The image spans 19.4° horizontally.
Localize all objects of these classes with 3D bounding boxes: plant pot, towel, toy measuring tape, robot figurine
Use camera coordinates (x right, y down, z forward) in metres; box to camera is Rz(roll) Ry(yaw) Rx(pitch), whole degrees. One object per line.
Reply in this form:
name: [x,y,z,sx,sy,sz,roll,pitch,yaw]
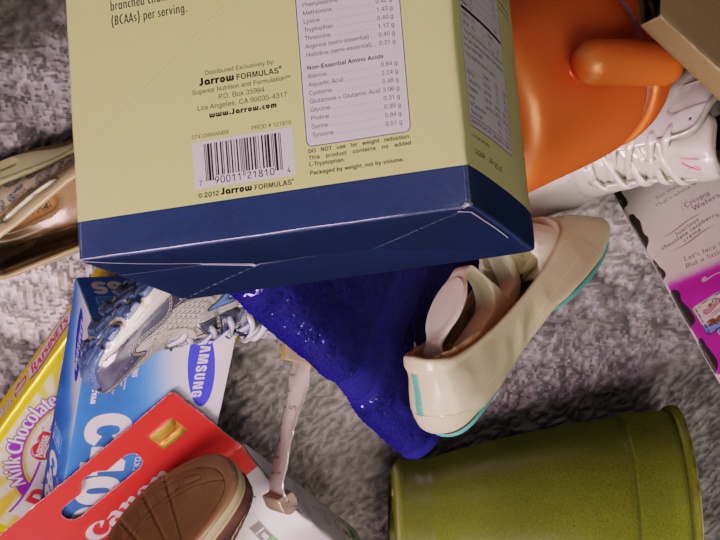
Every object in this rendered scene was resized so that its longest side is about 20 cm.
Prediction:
plant pot: [0.114,0.189,1.387,0.191,0.201,0.202,0,124,-2]
towel: [0.000,0.000,1.205,0.049,0.149,0.200,2,151,36]
toy measuring tape: [-0.011,0.052,1.290,0.073,0.073,0.202,10,89,-21]
robot figurine: [0.098,-0.107,1.176,0.199,0.117,0.144,-26,160,-40]

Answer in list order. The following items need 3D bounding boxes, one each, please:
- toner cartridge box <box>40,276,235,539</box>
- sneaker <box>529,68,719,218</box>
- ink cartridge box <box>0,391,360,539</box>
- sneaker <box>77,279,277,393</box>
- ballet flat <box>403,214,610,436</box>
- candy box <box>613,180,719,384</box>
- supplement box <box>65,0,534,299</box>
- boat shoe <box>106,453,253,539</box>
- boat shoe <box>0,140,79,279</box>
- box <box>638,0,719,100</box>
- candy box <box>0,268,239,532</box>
toner cartridge box: [-0.139,0.096,1.294,0.094,0.043,0.201,-3,127,-23]
sneaker: [0.175,-0.083,1.259,0.199,0.100,0.078,-29,126,5]
ink cartridge box: [-0.109,0.183,1.317,0.161,0.050,0.200,-40,133,9]
sneaker: [-0.073,0.011,1.204,0.200,0.077,0.085,-42,100,-22]
ballet flat: [0.084,0.012,1.230,0.069,0.200,0.070,21,138,21]
candy box: [0.246,-0.015,1.261,0.136,0.201,0.061,-29,131,7]
supplement box: [-0.031,-0.105,1.042,0.198,0.202,0.134,-7,169,16]
boat shoe: [-0.121,0.197,1.276,0.072,0.072,0.201,27,106,-38]
boat shoe: [-0.136,-0.047,1.203,0.199,0.063,0.073,-23,131,14]
box: [0.225,-0.142,1.198,0.021,0.164,0.200,-28,130,33]
candy box: [-0.173,0.091,1.326,0.102,0.026,0.200,26,113,-28]
